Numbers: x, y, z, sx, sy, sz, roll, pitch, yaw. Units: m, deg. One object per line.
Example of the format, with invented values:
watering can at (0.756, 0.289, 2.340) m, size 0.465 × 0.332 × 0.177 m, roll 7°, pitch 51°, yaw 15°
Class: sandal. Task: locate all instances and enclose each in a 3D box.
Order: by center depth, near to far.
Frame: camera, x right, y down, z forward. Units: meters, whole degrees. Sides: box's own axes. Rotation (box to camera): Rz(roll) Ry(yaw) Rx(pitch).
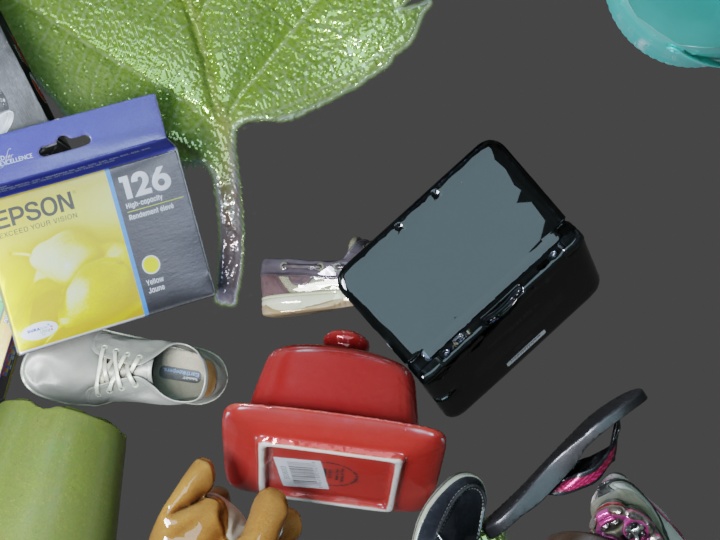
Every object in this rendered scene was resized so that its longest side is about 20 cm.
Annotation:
sandal at (0.198, 0.187, 1.551) m, size 0.045 × 0.075 × 0.200 m, roll 45°, pitch 94°, yaw 4°

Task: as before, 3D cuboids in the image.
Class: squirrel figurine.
squirrel figurine at (-0.108, 0.294, 1.473) m, size 0.186 × 0.142 × 0.200 m, roll 31°, pitch 67°, yaw 11°

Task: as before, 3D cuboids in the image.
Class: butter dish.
butter dish at (-0.021, 0.125, 1.519) m, size 0.198 × 0.200 × 0.149 m, roll 7°, pitch 62°, yaw 0°

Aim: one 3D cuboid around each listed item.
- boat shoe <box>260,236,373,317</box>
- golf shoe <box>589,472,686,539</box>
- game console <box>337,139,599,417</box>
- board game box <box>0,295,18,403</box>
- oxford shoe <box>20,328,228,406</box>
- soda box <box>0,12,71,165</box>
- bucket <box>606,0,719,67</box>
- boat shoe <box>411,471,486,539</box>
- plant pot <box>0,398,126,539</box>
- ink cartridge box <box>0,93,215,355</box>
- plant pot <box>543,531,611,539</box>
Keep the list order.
boat shoe at (0.000, 0.000, 1.571) m, size 0.199 × 0.072 × 0.065 m, roll -11°, pitch 89°, yaw 5°
golf shoe at (0.285, 0.272, 1.536) m, size 0.072 × 0.092 × 0.200 m, roll -29°, pitch 108°, yaw 23°
game console at (0.105, 0.011, 1.541) m, size 0.200 × 0.176 × 0.116 m, roll -42°, pitch 60°, yaw -3°
board game box at (-0.406, 0.051, 1.576) m, size 0.164 × 0.057 × 0.201 m, roll 15°, pitch 84°, yaw 1°
oxford shoe at (-0.226, 0.094, 1.570) m, size 0.198 × 0.058 × 0.076 m, roll 4°, pitch 87°, yaw 3°
soda box at (-0.358, -0.191, 1.596) m, size 0.070 × 0.063 × 0.201 m, roll -28°, pitch 84°, yaw -2°
bucket at (0.326, -0.291, 1.563) m, size 0.206 × 0.135 × 0.209 m, roll 0°, pitch 85°, yaw 1°
boat shoe at (0.075, 0.278, 1.500) m, size 0.075 × 0.062 × 0.201 m, roll 41°, pitch 64°, yaw -32°
plant pot at (-0.295, 0.224, 1.506) m, size 0.199 × 0.200 × 0.191 m, roll 12°, pitch 73°, yaw 2°
ink cartridge box at (-0.254, -0.045, 1.549) m, size 0.196 × 0.047 × 0.201 m, roll -17°, pitch 99°, yaw -15°
plant pot at (0.164, 0.338, 1.436) m, size 0.199 × 0.198 × 0.201 m, roll 16°, pitch 122°, yaw 28°
